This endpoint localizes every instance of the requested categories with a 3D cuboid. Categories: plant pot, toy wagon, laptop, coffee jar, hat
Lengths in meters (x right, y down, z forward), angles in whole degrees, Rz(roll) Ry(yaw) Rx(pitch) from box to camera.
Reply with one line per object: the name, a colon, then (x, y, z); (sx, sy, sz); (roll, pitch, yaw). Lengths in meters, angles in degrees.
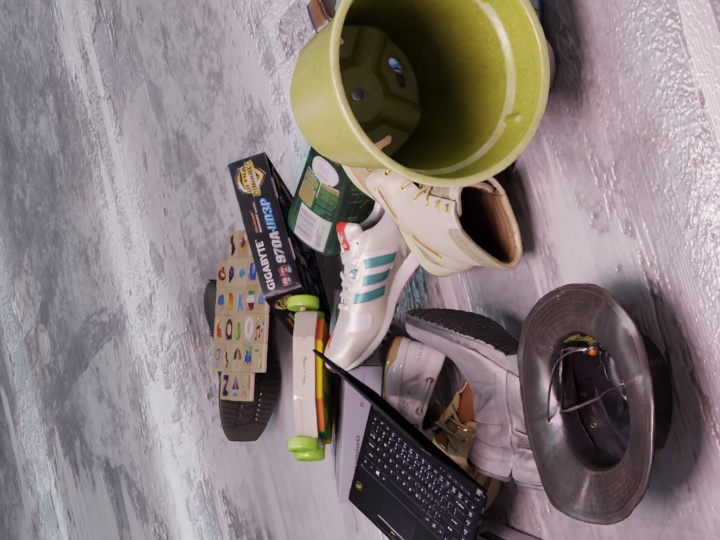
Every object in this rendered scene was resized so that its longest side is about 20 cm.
plant pot: (0.031, -0.163, 1.495); (0.184, 0.199, 0.202); (173, 89, -66)
toy wagon: (-0.050, 0.117, 1.800); (0.200, 0.039, 0.157); (73, -164, -76)
laptop: (0.025, 0.195, 1.648); (0.177, 0.103, 0.201); (40, 127, 41)
coffee jar: (-0.006, -0.118, 1.781); (0.085, 0.104, 0.201); (41, 134, 28)
hat: (0.212, 0.109, 1.459); (0.200, 0.080, 0.202); (5, 96, 58)

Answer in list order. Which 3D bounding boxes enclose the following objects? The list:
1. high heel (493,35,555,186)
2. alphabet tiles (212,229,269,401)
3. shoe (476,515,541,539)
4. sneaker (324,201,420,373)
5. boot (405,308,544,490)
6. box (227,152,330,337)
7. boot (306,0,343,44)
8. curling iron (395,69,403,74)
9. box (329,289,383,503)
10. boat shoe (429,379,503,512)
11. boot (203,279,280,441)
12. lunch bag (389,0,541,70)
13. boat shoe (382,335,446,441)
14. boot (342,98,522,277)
high heel: (0.112, -0.162, 1.581); (0.096, 0.067, 0.201); (53, 146, 25)
alphabet tiles: (-0.140, 0.052, 2.050); (0.166, 0.006, 0.202); (173, 101, -65)
shoe: (0.138, 0.302, 1.665); (0.200, 0.071, 0.092); (-161, 63, -64)
sneaker: (0.000, 0.000, 1.719); (0.201, 0.093, 0.070); (-59, 24, -7)
boot: (0.112, 0.119, 1.592); (0.199, 0.070, 0.133); (24, 112, 35)
box: (-0.082, -0.018, 1.904); (0.200, 0.046, 0.160); (60, -167, -69)
boot: (-0.023, -0.335, 1.819); (0.097, 0.074, 0.201); (-42, 59, 37)
curling iron: (0.069, -0.149, 1.703); (0.026, 0.049, 0.201); (65, -178, -82)
box: (-0.008, 0.128, 1.844); (0.200, 0.041, 0.157); (-100, 13, -67)
boat shoe: (0.107, 0.162, 1.675); (0.076, 0.073, 0.201); (50, 139, 44)
boot: (-0.157, 0.106, 2.176); (0.138, 0.077, 0.202); (-175, 91, -66)
lunch bag: (0.081, -0.272, 1.607); (0.200, 0.082, 0.162); (0, 95, 61)
boat shoe: (0.057, 0.157, 1.774); (0.071, 0.069, 0.201); (-72, -13, -48)
boot: (0.062, -0.081, 1.621); (0.201, 0.072, 0.154); (54, 163, -12)
